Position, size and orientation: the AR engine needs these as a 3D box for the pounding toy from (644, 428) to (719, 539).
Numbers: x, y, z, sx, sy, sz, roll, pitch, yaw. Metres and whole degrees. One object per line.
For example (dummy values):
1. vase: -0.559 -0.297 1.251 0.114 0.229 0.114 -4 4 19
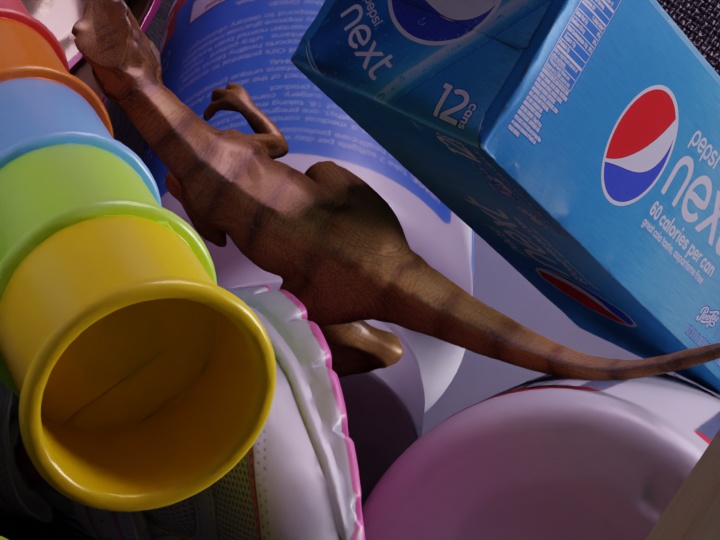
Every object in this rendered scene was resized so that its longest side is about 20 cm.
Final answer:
1. pounding toy: 0.137 0.118 0.643 0.184 0.200 0.142 32 7 -10

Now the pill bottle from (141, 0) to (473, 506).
1. pill bottle: -0.019 -0.013 0.955 0.112 0.112 0.200 30 35 -19

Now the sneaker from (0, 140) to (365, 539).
1. sneaker: -0.067 0.038 0.771 0.088 0.082 0.200 -23 38 -24

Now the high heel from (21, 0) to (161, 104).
1. high heel: -0.105 -0.057 0.896 0.067 0.096 0.200 37 36 -20

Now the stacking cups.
1. stacking cups: -0.080 -0.023 0.732 0.060 0.061 0.200 27 18 -35

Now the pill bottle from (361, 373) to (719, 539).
1. pill bottle: 0.070 0.088 0.858 0.119 0.120 0.200 34 8 9

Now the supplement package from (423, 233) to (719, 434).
1. supplement package: 0.078 0.054 1.089 0.200 0.122 0.120 36 8 19

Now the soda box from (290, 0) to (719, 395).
1. soda box: 0.064 -0.032 0.827 0.068 0.064 0.200 26 -8 34

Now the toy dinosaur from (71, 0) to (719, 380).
1. toy dinosaur: 0.000 0.000 0.804 0.199 0.061 0.106 31 -9 6

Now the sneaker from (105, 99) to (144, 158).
1. sneaker: -0.155 -0.064 1.034 0.199 0.081 0.115 24 14 -43

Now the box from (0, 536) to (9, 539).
1. box: -0.023 0.122 0.540 0.122 0.048 0.200 28 9 -26
